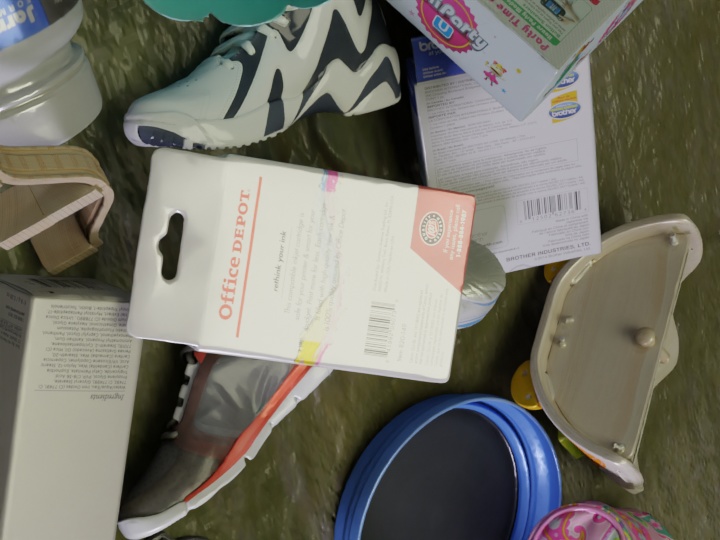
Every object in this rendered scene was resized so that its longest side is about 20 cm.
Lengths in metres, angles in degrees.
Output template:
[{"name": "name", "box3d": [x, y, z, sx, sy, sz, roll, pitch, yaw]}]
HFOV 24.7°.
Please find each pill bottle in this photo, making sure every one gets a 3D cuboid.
[{"name": "pill bottle", "box3d": [-0.212, -0.161, 0.857, 0.113, 0.113, 0.201, -33, 119, -28]}]

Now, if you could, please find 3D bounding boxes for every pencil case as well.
[{"name": "pencil case", "box3d": [0.188, 0.218, 1.242, 0.200, 0.087, 0.088, 25, 85, -66]}]

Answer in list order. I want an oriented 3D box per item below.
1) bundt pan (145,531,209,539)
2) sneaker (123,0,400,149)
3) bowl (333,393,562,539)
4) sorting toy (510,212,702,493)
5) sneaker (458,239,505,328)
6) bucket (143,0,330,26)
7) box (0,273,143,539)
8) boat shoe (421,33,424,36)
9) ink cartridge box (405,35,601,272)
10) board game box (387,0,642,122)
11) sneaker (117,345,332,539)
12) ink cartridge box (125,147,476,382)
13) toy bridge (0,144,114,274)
[{"name": "bundt pan", "box3d": [-0.122, 0.277, 1.061, 0.201, 0.076, 0.204, -11, 109, -36]}, {"name": "sneaker", "box3d": [-0.064, -0.150, 1.004, 0.198, 0.079, 0.131, -16, 105, -30]}, {"name": "bowl", "box3d": [0.064, 0.186, 1.210, 0.200, 0.039, 0.202, -10, 107, -36]}, {"name": "sorting toy", "box3d": [0.203, 0.083, 1.263, 0.180, 0.106, 0.201, 50, 53, -52]}, {"name": "sneaker", "box3d": [0.000, 0.000, 1.086, 0.199, 0.072, 0.073, 15, 134, -23]}, {"name": "bucket", "box3d": [-0.074, -0.249, 0.885, 0.205, 0.135, 0.208, -3, 123, -5]}, {"name": "box", "box3d": [-0.186, 0.107, 0.973, 0.082, 0.068, 0.202, 5, 98, -38]}, {"name": "boat shoe", "box3d": [0.069, -0.151, 1.123, 0.072, 0.072, 0.201, -21, 129, 0]}, {"name": "ink cartridge box", "box3d": [0.097, -0.088, 1.109, 0.118, 0.042, 0.201, -12, 129, -3]}, {"name": "board game box", "box3d": [0.112, -0.211, 1.015, 0.147, 0.064, 0.200, 43, 60, 5]}, {"name": "sneaker", "box3d": [-0.096, 0.083, 1.053, 0.082, 0.077, 0.200, 46, 69, -8]}, {"name": "ink cartridge box", "box3d": [-0.040, -0.004, 0.988, 0.198, 0.067, 0.117, 9, 90, -17]}, {"name": "toy bridge", "box3d": [-0.170, -0.039, 0.881, 0.067, 0.200, 0.027, -28, 78, 0]}]
